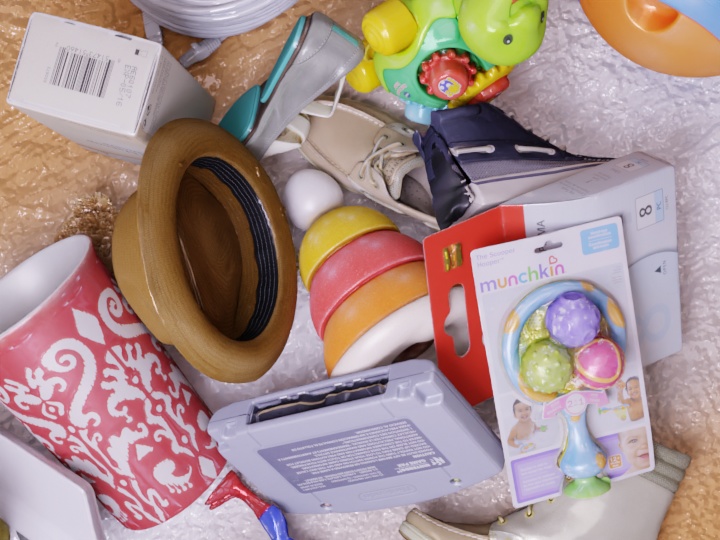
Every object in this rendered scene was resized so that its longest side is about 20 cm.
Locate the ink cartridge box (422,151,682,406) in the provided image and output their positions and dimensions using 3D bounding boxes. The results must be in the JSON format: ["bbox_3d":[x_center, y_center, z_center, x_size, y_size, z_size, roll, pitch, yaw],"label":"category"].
[{"bbox_3d":[0.148,0.018,1.103,0.200,0.047,0.160,-22,121,-24],"label":"ink cartridge box"}]

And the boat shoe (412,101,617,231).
[{"bbox_3d":[0.133,-0.087,1.147,0.200,0.075,0.093,-6,66,-36],"label":"boat shoe"}]

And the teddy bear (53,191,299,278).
[{"bbox_3d":[-0.147,0.003,1.207,0.200,0.067,0.145,-5,98,1],"label":"teddy bear"}]

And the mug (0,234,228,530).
[{"bbox_3d":[-0.206,0.086,1.154,0.133,0.177,0.200,-41,112,-10],"label":"mug"}]

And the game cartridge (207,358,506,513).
[{"bbox_3d":[0.001,0.132,1.125,0.200,0.133,0.041,-15,41,29],"label":"game cartridge"}]

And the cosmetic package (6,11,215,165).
[{"bbox_3d":[-0.186,-0.131,1.148,0.103,0.200,0.073,15,86,8],"label":"cosmetic package"}]

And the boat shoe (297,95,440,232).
[{"bbox_3d":[0.031,-0.082,1.190,0.200,0.065,0.072,33,89,7],"label":"boat shoe"}]

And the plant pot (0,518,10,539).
[{"bbox_3d":[-0.374,0.254,1.143,0.200,0.176,0.200,14,87,7],"label":"plant pot"}]

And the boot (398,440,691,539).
[{"bbox_3d":[0.143,0.177,1.154,0.200,0.072,0.155,19,88,2],"label":"boot"}]

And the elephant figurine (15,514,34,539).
[{"bbox_3d":[-0.225,0.305,1.164,0.200,0.155,0.142,20,127,22],"label":"elephant figurine"}]

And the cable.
[{"bbox_3d":[-0.120,-0.293,1.221,0.200,0.069,0.200,-28,83,3],"label":"cable"}]

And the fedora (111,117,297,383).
[{"bbox_3d":[-0.126,-0.010,1.109,0.082,0.200,0.201,-15,83,32],"label":"fedora"}]

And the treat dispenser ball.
[{"bbox_3d":[0.255,-0.245,1.115,0.200,0.201,0.201,0,85,5],"label":"treat dispenser ball"}]

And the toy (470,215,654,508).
[{"bbox_3d":[0.154,0.072,1.072,0.115,0.047,0.200,-13,108,-10],"label":"toy"}]

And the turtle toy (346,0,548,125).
[{"bbox_3d":[0.078,-0.179,1.133,0.146,0.200,0.101,-35,86,-18],"label":"turtle toy"}]

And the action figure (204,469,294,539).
[{"bbox_3d":[-0.051,0.257,1.168,0.200,0.065,0.099,36,80,8],"label":"action figure"}]

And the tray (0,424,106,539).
[{"bbox_3d":[-0.258,0.165,1.151,0.200,0.108,0.022,24,44,38],"label":"tray"}]

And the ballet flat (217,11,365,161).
[{"bbox_3d":[-0.058,-0.125,1.160,0.064,0.200,0.067,24,54,-17],"label":"ballet flat"}]

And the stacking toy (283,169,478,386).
[{"bbox_3d":[0.000,0.000,1.175,0.146,0.146,0.200,-34,64,2],"label":"stacking toy"}]
